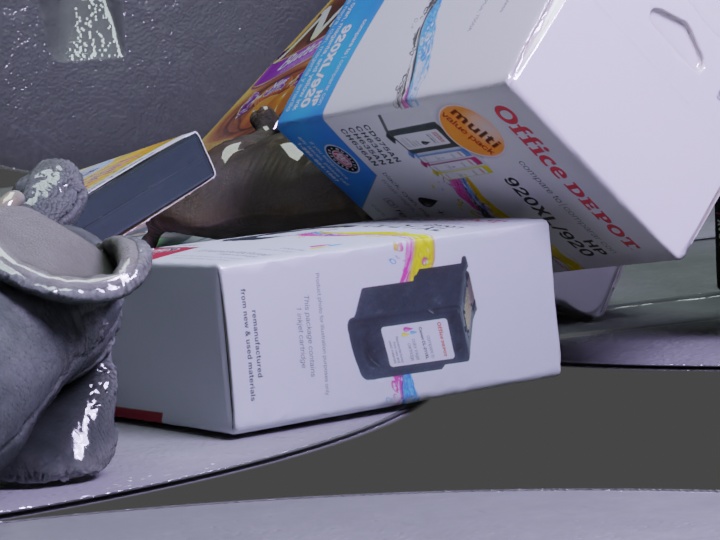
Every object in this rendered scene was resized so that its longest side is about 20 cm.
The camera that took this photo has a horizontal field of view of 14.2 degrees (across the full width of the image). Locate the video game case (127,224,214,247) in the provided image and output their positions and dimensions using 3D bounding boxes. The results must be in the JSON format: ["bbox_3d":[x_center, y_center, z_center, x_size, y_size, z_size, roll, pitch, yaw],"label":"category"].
[{"bbox_3d":[-0.165,0.003,1.712,0.199,0.023,0.182,-22,18,-13],"label":"video game case"}]

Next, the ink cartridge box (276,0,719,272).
[{"bbox_3d":[0.090,-0.096,1.520,0.147,0.145,0.200,43,-27,-26],"label":"ink cartridge box"}]

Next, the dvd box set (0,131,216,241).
[{"bbox_3d":[-0.191,-0.014,1.513,0.200,0.029,0.146,-16,13,41],"label":"dvd box set"}]

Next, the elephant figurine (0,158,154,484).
[{"bbox_3d":[-0.150,0.021,1.252,0.200,0.156,0.141,-19,-8,-38],"label":"elephant figurine"}]

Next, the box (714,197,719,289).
[{"bbox_3d":[0.304,-0.091,1.748,0.148,0.201,0.124,-1,3,35],"label":"box"}]

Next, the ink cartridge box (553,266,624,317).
[{"bbox_3d":[0.065,-0.042,1.780,0.146,0.085,0.200,27,-7,-22],"label":"ink cartridge box"}]

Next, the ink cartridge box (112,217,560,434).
[{"bbox_3d":[-0.021,0.023,1.452,0.199,0.083,0.146,-9,6,-34],"label":"ink cartridge box"}]

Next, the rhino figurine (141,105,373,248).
[{"bbox_3d":[-0.063,-0.049,1.640,0.199,0.060,0.088,-7,32,26],"label":"rhino figurine"}]

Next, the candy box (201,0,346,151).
[{"bbox_3d":[-0.007,-0.123,1.771,0.200,0.057,0.117,-48,18,-24],"label":"candy box"}]
